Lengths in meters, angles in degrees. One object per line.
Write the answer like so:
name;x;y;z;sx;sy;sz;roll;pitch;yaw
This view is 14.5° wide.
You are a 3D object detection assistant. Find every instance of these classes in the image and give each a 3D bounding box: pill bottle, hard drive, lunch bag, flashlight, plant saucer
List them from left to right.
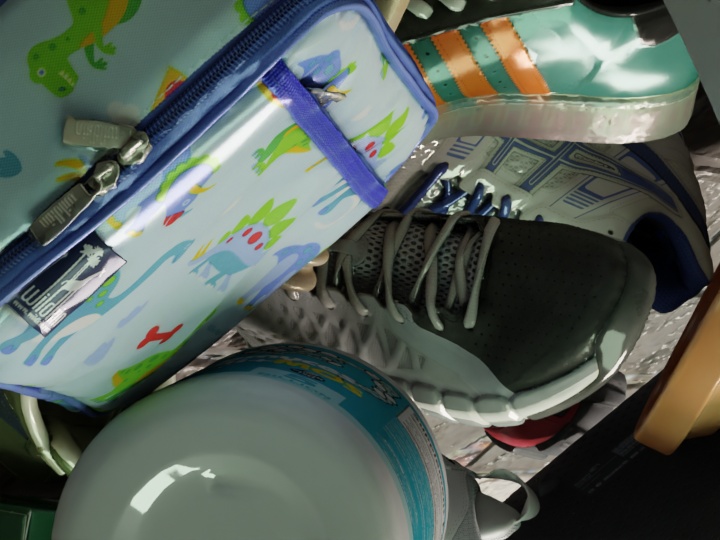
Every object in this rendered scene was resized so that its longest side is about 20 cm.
lunch bag;-0.058;-0.036;0.827;0.161;0.082;0.200;-42;168;-1
pill bottle;-0.030;0.082;0.945;0.110;0.111;0.200;-26;180;7
flashlight;0.032;0.031;1.204;0.068;0.068;0.200;-34;145;29
hard drive;0.134;0.092;1.147;0.135;0.042;0.200;-39;-167;-8
plant saucer;0.166;-0.016;1.105;0.201;0.032;0.200;-60;175;-9

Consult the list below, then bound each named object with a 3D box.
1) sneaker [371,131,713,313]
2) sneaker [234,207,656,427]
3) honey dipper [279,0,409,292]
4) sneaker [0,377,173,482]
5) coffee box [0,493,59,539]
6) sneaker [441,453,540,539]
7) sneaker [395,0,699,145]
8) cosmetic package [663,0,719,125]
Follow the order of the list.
sneaker;0.061;-0.029;1.087;0.199;0.088;0.075;3;145;-36
sneaker;0.000;0.000;1.005;0.200;0.075;0.115;-5;148;46
honey dipper;0.011;-0.087;0.930;0.038;0.038;0.201;11;112;-46
sneaker;-0.110;0.051;1.085;0.067;0.090;0.200;-15;152;-16
coffee box;-0.105;0.124;1.221;0.123;0.044;0.200;4;176;44
sneaker;-0.008;0.152;1.143;0.075;0.115;0.201;38;74;-78
sneaker;0.031;-0.090;0.991;0.199;0.071;0.080;-4;128;-19
cosmetic package;0.206;-0.146;0.899;0.166;0.168;0.200;6;141;-40
